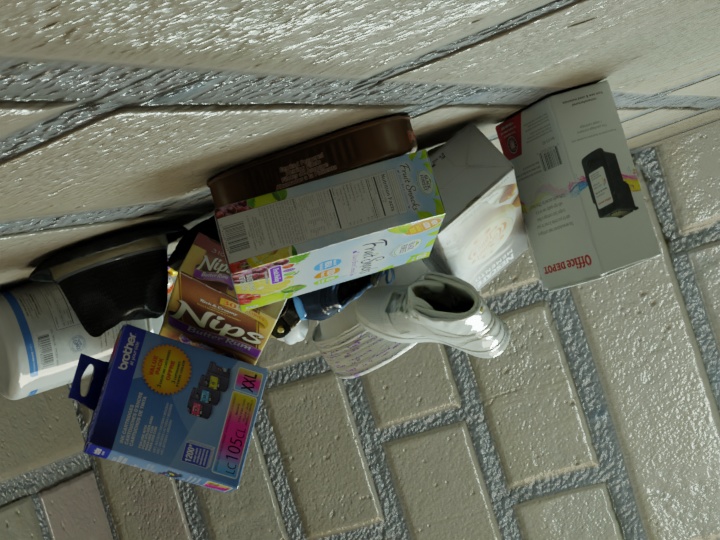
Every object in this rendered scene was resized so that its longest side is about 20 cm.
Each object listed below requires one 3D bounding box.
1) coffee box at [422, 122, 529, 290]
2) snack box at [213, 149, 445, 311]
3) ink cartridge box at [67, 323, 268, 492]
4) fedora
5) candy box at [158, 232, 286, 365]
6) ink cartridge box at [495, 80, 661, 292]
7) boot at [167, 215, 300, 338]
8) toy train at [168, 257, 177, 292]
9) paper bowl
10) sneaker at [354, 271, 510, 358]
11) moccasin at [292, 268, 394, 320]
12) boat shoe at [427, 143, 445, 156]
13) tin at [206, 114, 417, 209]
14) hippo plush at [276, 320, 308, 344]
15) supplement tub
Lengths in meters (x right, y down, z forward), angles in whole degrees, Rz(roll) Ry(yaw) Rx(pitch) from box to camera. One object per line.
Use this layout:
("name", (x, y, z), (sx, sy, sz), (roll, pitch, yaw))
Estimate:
("coffee box", (0.118, -0.059, 1.495), (0.114, 0.080, 0.200), (-39, 155, -5))
("snack box", (-0.029, -0.033, 1.227), (0.197, 0.069, 0.169), (-18, 169, -5))
("ink cartridge box", (-0.213, 0.146, 1.430), (0.197, 0.138, 0.076), (18, 161, -10))
("fedora", (-0.264, 0.016, 1.452), (0.198, 0.093, 0.201), (-18, 179, 0))
("candy box", (-0.151, 0.045, 1.453), (0.057, 0.115, 0.200), (-65, -177, -30))
("ink cartridge box", (0.241, -0.091, 1.490), (0.082, 0.203, 0.146), (-17, 179, -20))
("boot", (-0.119, 0.005, 1.492), (0.199, 0.150, 0.074), (-19, -144, 54))
("toy train", (-0.248, 0.000, 1.840), (0.197, 0.056, 0.150), (-17, 179, -20))
("paper bowl", (0.023, 0.038, 1.691), (0.199, 0.105, 0.201), (-35, -169, 8))
("sneaker", (0.065, 0.035, 1.511), (0.197, 0.075, 0.116), (10, 157, 31))
("moccasin", (0.000, 0.000, 1.504), (0.067, 0.081, 0.200), (-6, -149, 35))
("boat shoe", (0.057, -0.091, 1.537), (0.197, 0.067, 0.074), (-24, -136, -28))
("tin", (-0.043, -0.094, 1.218), (0.197, 0.043, 0.112), (-18, -177, 9))
("hippo plush", (-0.148, 0.019, 1.688), (0.158, 0.162, 0.200), (-5, -166, -18))
("supplement tub", (-0.355, 0.069, 1.626), (0.198, 0.134, 0.131), (-16, 178, -32))
